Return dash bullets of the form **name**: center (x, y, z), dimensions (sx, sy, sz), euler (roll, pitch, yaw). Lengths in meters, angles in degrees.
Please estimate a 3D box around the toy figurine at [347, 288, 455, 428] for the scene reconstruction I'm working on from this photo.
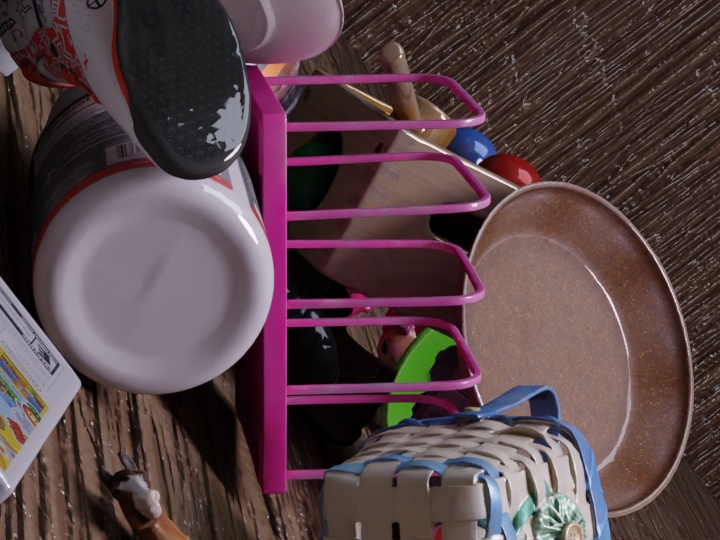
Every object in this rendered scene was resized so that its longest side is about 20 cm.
- **toy figurine**: center (0.051, 0.061, 1.838), dimensions (0.184, 0.150, 0.201), euler (48, -21, 50)

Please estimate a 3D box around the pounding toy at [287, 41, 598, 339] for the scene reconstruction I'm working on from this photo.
- **pounding toy**: center (0.033, -0.056, 1.541), dimensions (0.199, 0.143, 0.184), euler (26, 7, -26)

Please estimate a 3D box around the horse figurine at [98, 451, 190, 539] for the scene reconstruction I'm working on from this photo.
- **horse figurine**: center (-0.028, 0.167, 1.070), dimensions (0.200, 0.050, 0.132), euler (39, -3, -30)

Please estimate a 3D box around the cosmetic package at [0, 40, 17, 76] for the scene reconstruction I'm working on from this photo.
- **cosmetic package**: center (-0.264, -0.219, 1.417), dimensions (0.200, 0.052, 0.151), euler (57, 11, 25)

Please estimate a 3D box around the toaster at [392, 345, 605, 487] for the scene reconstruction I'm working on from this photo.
- **toaster**: center (0.079, 0.126, 1.568), dimensions (0.129, 0.114, 0.200), euler (35, -4, 5)

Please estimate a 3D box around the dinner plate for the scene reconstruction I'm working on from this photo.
- **dinner plate**: center (-0.103, -0.159, 1.293), dimensions (0.199, 0.024, 0.200), euler (20, -23, 9)

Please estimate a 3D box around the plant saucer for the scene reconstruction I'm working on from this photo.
- **plant saucer**: center (0.120, 0.049, 1.470), dimensions (0.200, 0.037, 0.202), euler (17, 64, -40)

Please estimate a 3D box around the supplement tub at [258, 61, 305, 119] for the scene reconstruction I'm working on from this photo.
- **supplement tub**: center (-0.118, -0.173, 1.867), dimensions (0.200, 0.107, 0.107), euler (50, 8, -24)

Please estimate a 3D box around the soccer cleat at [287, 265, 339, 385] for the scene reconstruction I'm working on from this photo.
- **soccer cleat**: center (-0.086, 0.000, 1.497), dimensions (0.200, 0.068, 0.081), euler (55, 26, 19)

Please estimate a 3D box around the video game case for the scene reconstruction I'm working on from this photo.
- **video game case**: center (-0.193, -0.006, 1.006), dimensions (0.200, 0.023, 0.182), euler (53, 8, -7)

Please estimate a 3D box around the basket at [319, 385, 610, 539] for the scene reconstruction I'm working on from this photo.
- **basket**: center (0.061, 0.154, 1.237), dimensions (0.200, 0.138, 0.178), euler (-11, 98, -70)

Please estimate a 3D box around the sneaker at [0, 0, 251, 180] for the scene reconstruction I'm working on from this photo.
- **sneaker**: center (-0.117, -0.106, 1.196), dimensions (0.067, 0.108, 0.202), euler (-12, 63, -30)

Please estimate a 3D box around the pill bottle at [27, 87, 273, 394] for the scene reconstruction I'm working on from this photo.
- **pill bottle**: center (-0.109, -0.029, 1.252), dimensions (0.116, 0.116, 0.200), euler (49, 9, -23)

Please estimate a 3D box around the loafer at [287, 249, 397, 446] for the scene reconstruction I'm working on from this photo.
- **loafer**: center (-0.038, 0.020, 1.613), dimensions (0.200, 0.071, 0.073), euler (56, 8, 22)

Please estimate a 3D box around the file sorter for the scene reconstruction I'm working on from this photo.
- **file sorter**: center (0.000, 0.000, 1.337), dimensions (0.139, 0.125, 0.201), euler (-118, -152, -73)

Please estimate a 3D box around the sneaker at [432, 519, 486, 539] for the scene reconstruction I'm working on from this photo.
- **sneaker**: center (0.050, 0.191, 1.433), dimensions (0.070, 0.094, 0.200), euler (30, -21, 5)
